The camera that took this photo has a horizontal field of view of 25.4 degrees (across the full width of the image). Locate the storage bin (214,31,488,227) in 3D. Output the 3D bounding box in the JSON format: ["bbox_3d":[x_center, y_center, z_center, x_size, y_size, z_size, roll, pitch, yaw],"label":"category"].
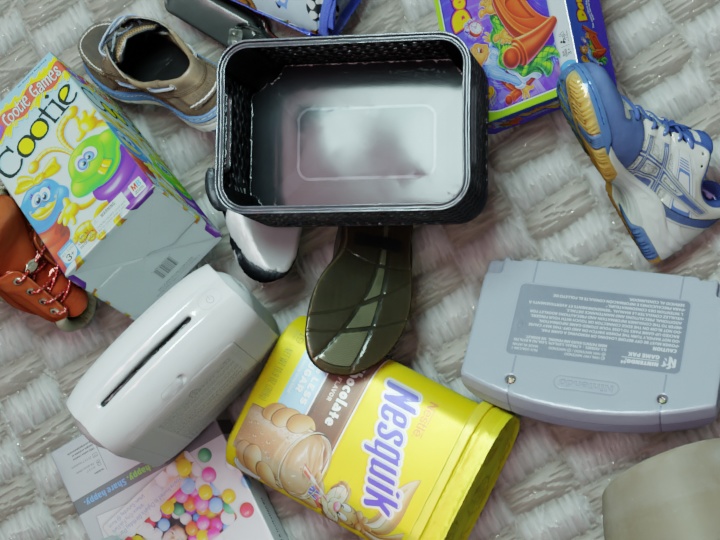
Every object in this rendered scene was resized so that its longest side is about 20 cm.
[{"bbox_3d":[-0.005,-0.107,1.246,0.199,0.094,0.136,-1,85,14],"label":"storage bin"}]

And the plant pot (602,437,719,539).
[{"bbox_3d":[0.260,0.226,1.177,0.200,0.200,0.174,-26,64,14],"label":"plant pot"}]

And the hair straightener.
[{"bbox_3d":[-0.090,-0.184,1.356,0.200,0.077,0.041,40,114,13],"label":"hair straightener"}]

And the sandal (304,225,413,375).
[{"bbox_3d":[0.000,0.000,1.306,0.081,0.055,0.201,12,60,-9],"label":"sandal"}]

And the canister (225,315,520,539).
[{"bbox_3d":[0.007,0.141,1.296,0.200,0.087,0.149,26,86,19],"label":"canister"}]

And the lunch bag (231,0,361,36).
[{"bbox_3d":[-0.056,-0.311,1.328,0.170,0.124,0.201,26,97,17],"label":"lunch bag"}]

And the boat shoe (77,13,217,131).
[{"bbox_3d":[-0.181,-0.183,1.355,0.200,0.072,0.072,23,74,40],"label":"boat shoe"}]

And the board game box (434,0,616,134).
[{"bbox_3d":[0.122,-0.223,1.276,0.134,0.045,0.201,-18,80,46],"label":"board game box"}]

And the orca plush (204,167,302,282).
[{"bbox_3d":[-0.106,-0.074,1.358,0.071,0.105,0.201,-39,70,47],"label":"orca plush"}]

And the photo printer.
[{"bbox_3d":[-0.143,0.077,1.254,0.166,0.200,0.069,-45,79,-3],"label":"photo printer"}]

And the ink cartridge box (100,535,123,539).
[{"bbox_3d":[-0.166,0.342,1.316,0.173,0.043,0.201,18,109,32],"label":"ink cartridge box"}]

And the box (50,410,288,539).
[{"bbox_3d":[-0.158,0.209,1.371,0.156,0.041,0.200,-30,80,14],"label":"box"}]

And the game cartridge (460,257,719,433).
[{"bbox_3d":[0.184,0.060,1.246,0.199,0.041,0.134,7,55,18],"label":"game cartridge"}]

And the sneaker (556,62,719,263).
[{"bbox_3d":[0.217,-0.096,1.212,0.088,0.200,0.075,-30,43,8],"label":"sneaker"}]

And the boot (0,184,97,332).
[{"bbox_3d":[-0.278,-0.007,1.347,0.107,0.200,0.075,30,77,11],"label":"boot"}]

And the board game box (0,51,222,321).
[{"bbox_3d":[-0.223,-0.072,1.336,0.105,0.103,0.200,-45,53,5],"label":"board game box"}]
